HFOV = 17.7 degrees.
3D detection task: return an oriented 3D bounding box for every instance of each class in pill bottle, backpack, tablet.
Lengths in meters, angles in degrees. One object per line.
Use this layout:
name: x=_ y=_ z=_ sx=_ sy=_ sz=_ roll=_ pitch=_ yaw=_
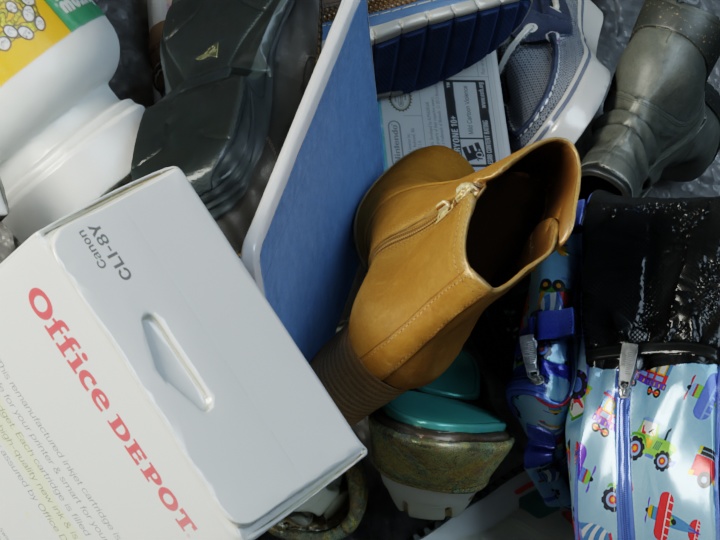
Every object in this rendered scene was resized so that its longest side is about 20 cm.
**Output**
pill bottle: x=-0.183 y=-0.109 z=1.064 sx=0.200 sy=0.113 sz=0.113 roll=51 pitch=47 yaw=-3
backpack: x=0.144 y=0.079 z=1.086 sx=0.183 sy=0.134 sz=0.200 roll=54 pitch=40 yaw=-62
tablet: x=-0.020 y=-0.024 z=1.053 sx=0.014 sy=0.130 sz=0.200 roll=5 pitch=42 yaw=14

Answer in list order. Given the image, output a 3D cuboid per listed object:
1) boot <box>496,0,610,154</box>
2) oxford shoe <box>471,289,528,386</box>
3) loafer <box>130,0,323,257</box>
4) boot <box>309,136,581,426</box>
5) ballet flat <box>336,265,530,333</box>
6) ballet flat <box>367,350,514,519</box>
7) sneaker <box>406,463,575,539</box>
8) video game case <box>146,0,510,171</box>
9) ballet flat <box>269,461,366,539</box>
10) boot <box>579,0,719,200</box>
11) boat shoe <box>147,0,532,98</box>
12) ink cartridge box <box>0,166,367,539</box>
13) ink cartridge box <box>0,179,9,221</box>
boot: x=0.082 y=-0.122 z=1.280 sx=0.090 sy=0.073 sz=0.200 roll=34 pitch=21 yaw=-10
oxford shoe: x=0.090 y=-0.003 z=1.243 sx=0.084 sy=0.073 sz=0.200 roll=-31 pitch=86 yaw=-45
loafer: x=-0.052 y=-0.086 z=1.078 sx=0.072 sy=0.073 sz=0.200 roll=54 pitch=39 yaw=-38
boot: x=0.052 y=-0.021 z=1.034 sx=0.071 sy=0.144 sz=0.201 roll=40 pitch=42 yaw=-10
ballet flat: x=0.000 y=0.000 z=1.148 sx=0.200 sy=0.057 sz=0.066 roll=-15 pitch=75 yaw=-15
ballet flat: x=0.035 y=0.084 z=1.099 sx=0.071 sy=0.071 sz=0.200 roll=48 pitch=7 yaw=-5
sneaker: x=0.053 y=0.168 z=1.118 sx=0.200 sy=0.070 sz=0.093 roll=-28 pitch=78 yaw=-46
video game case: x=-0.020 y=-0.124 z=1.213 sx=0.182 sy=0.024 sz=0.200 roll=-1 pitch=65 yaw=-11
ballet flat: x=-0.073 y=0.063 z=1.059 sx=0.200 sy=0.071 sz=0.071 roll=37 pitch=48 yaw=-25
boot: x=0.151 y=-0.061 z=1.291 sx=0.068 sy=0.200 sz=0.131 roll=24 pitch=76 yaw=15
boat shoe: x=-0.011 y=-0.127 z=1.163 sx=0.200 sy=0.072 sz=0.072 roll=-17 pitch=67 yaw=-18
ink cartridge box: x=-0.112 y=0.069 z=0.959 sx=0.083 sy=0.200 sz=0.145 roll=-32 pitch=88 yaw=-44
ink cartridge box: x=-0.256 y=-0.010 z=0.965 sx=0.200 sy=0.095 sz=0.037 roll=-5 pitch=70 yaw=-39
